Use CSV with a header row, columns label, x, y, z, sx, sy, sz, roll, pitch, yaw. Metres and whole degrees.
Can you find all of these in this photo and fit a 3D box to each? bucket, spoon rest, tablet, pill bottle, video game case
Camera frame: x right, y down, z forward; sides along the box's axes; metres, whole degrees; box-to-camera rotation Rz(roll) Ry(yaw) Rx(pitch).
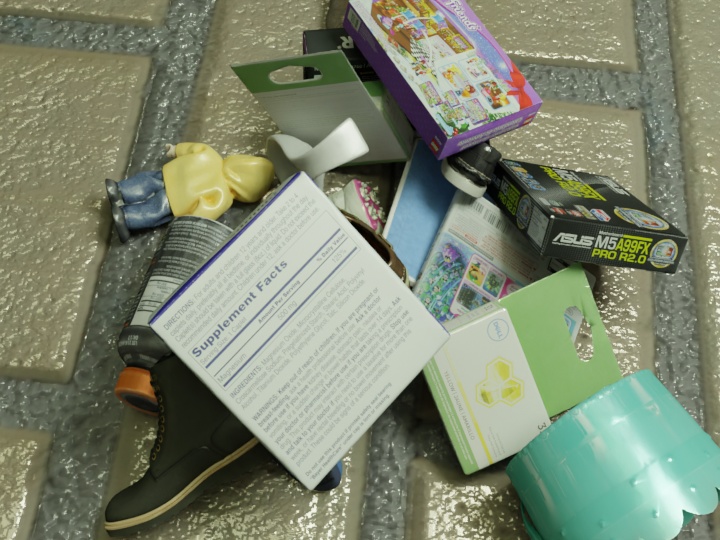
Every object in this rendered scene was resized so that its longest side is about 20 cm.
label,x,y,z,sx,sy,sz,roll,pitch,yaw
bucket,0.246,0.202,0.825,0.204,0.208,0.136,-26,65,-15
spoon rest,-0.061,-0.119,0.969,0.060,0.199,0.100,-34,99,-24
tablet,0.094,-0.055,1.005,0.129,0.014,0.202,30,53,-13
pill bottle,-0.194,0.052,0.924,0.104,0.107,0.203,16,64,5
video game case,0.158,0.032,0.962,0.198,0.024,0.184,33,64,-12

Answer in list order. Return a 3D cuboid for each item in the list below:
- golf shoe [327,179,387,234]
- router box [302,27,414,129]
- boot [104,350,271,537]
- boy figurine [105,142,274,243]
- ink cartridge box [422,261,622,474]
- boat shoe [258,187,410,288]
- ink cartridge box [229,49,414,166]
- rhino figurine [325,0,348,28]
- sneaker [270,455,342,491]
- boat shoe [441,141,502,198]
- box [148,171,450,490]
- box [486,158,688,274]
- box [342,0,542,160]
label,x,y,z,sx,sy,sz,roll,pitch,yaw
golf shoe,0.000,0.000,0.991,0.090,0.075,0.204,-23,68,16
router box,0.029,-0.231,1.052,0.195,0.150,0.052,-6,63,-7
boot,-0.191,0.156,0.842,0.198,0.078,0.140,-32,101,2
boy figurine,-0.200,-0.101,1.024,0.196,0.065,0.126,-17,65,-12
ink cartridge box,0.168,0.099,0.888,0.197,0.048,0.148,-24,101,0
boat shoe,-0.032,-0.041,0.892,0.200,0.075,0.075,30,71,26
ink cartridge box,-0.038,-0.191,0.979,0.143,0.200,0.049,0,60,26
rhino figurine,-0.005,-0.351,1.159,0.085,0.060,0.204,-4,64,11
sneaker,-0.073,0.134,0.891,0.202,0.073,0.082,57,41,-5
boat shoe,0.124,-0.150,1.011,0.073,0.061,0.201,29,21,-11
box,-0.058,0.051,0.770,0.184,0.105,0.200,-45,101,-10
box,0.242,-0.065,0.961,0.157,0.045,0.201,7,24,-13
box,0.087,-0.225,0.936,0.135,0.039,0.202,-23,69,-26
